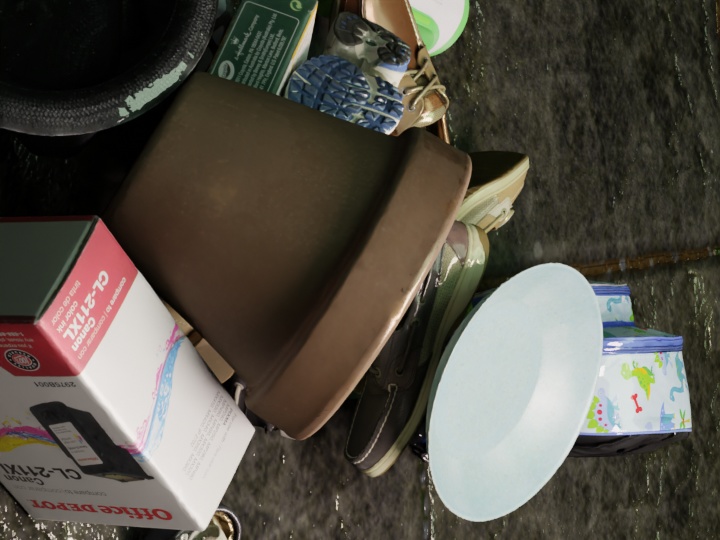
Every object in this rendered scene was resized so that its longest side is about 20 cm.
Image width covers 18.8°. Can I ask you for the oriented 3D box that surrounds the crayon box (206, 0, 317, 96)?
[{"bbox_3d":[-0.083,-0.085,1.472,0.200,0.051,0.126,104,7,-57],"label":"crayon box"}]

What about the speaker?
[{"bbox_3d":[0.003,-0.222,1.645,0.200,0.088,0.089,18,74,-56],"label":"speaker"}]

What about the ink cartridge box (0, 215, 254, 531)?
[{"bbox_3d":[-0.176,0.064,1.292,0.200,0.145,0.083,57,45,-38],"label":"ink cartridge box"}]

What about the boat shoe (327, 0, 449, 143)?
[{"bbox_3d":[0.033,-0.126,1.586,0.075,0.074,0.201,-32,123,-34],"label":"boat shoe"}]

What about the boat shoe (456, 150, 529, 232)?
[{"bbox_3d":[0.074,-0.038,1.763,0.201,0.073,0.064,-42,130,-47],"label":"boat shoe"}]

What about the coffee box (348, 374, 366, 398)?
[{"bbox_3d":[-0.026,-0.015,1.626,0.123,0.044,0.202,36,59,-53],"label":"coffee box"}]

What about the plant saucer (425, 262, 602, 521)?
[{"bbox_3d":[0.104,0.085,1.608,0.200,0.039,0.203,-24,124,-41],"label":"plant saucer"}]

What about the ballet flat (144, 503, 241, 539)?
[{"bbox_3d":[-0.135,0.224,1.420,0.200,0.073,0.073,-57,133,-42],"label":"ballet flat"}]

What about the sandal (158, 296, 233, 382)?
[{"bbox_3d":[-0.153,0.011,1.426,0.212,0.077,0.070,46,20,-55],"label":"sandal"}]

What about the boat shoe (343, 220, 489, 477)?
[{"bbox_3d":[0.026,0.051,1.598,0.066,0.072,0.202,22,95,-25],"label":"boat shoe"}]

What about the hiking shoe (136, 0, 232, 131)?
[{"bbox_3d":[-0.130,-0.193,1.469,0.086,0.074,0.202,21,75,-24],"label":"hiking shoe"}]

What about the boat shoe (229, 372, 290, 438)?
[{"bbox_3d":[-0.061,0.024,1.491,0.074,0.060,0.201,-71,168,-56],"label":"boat shoe"}]

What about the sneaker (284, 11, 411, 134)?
[{"bbox_3d":[-0.014,-0.100,1.462,0.086,0.077,0.200,-64,178,27],"label":"sneaker"}]

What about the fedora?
[{"bbox_3d":[-0.176,-0.141,1.324,0.092,0.199,0.201,95,15,-55],"label":"fedora"}]

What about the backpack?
[{"bbox_3d":[0.163,0.081,1.774,0.183,0.199,0.148,1,88,-56],"label":"backpack"}]

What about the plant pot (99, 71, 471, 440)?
[{"bbox_3d":[-0.055,-0.028,1.296,0.174,0.200,0.201,33,53,-7],"label":"plant pot"}]
